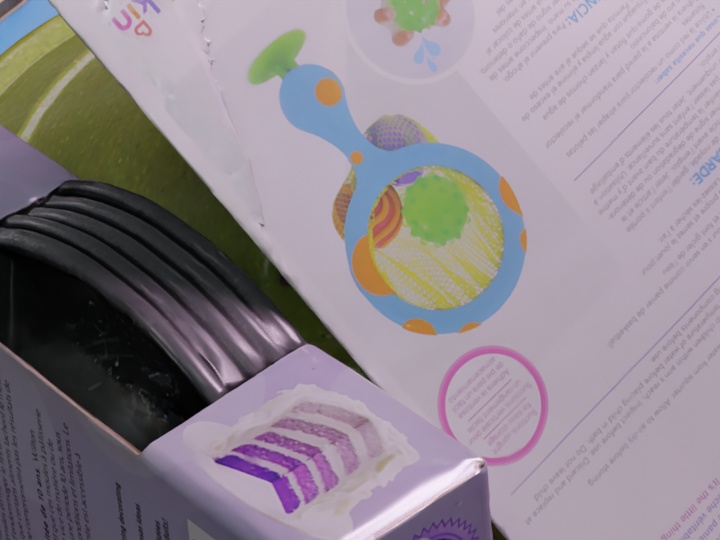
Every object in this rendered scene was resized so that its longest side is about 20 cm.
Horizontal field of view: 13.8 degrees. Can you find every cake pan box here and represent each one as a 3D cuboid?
[{"bbox_3d":[-0.044,0.078,0.642,0.052,0.201,0.184,-31,43,-30],"label":"cake pan box"}]

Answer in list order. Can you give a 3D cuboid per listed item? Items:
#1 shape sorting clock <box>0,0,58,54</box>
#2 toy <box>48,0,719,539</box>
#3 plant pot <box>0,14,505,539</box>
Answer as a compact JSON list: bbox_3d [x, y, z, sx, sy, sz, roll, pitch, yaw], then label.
[{"bbox_3d":[-0.133,-0.146,0.902,0.199,0.039,0.201,-1,70,3],"label":"shape sorting clock"},{"bbox_3d":[0.021,-0.029,0.608,0.115,0.047,0.200,-43,102,-21],"label":"toy"},{"bbox_3d":[0.000,0.000,0.724,0.199,0.190,0.201,4,79,-19],"label":"plant pot"}]
